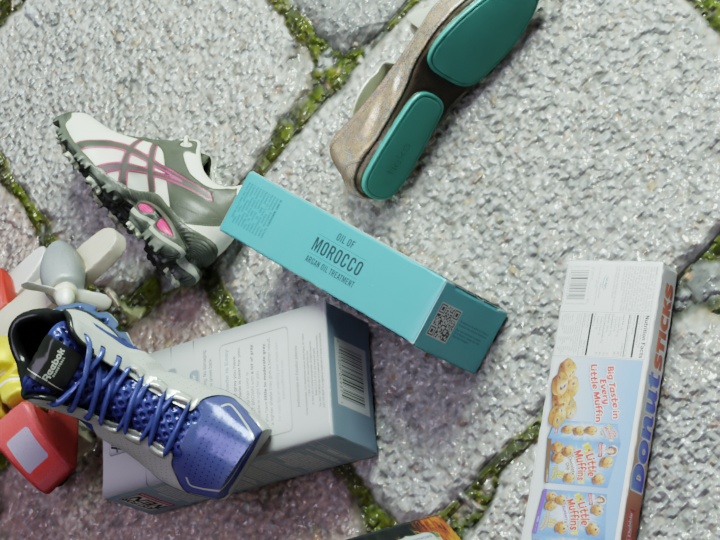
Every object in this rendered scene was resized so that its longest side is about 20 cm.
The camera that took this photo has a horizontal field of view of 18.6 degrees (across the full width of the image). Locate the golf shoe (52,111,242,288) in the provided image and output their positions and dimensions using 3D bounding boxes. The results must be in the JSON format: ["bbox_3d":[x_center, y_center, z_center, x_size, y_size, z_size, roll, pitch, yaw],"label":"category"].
[{"bbox_3d":[-0.158,-0.068,1.667,0.088,0.077,0.200,-41,54,-9],"label":"golf shoe"}]

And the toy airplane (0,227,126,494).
[{"bbox_3d":[-0.272,0.056,1.643,0.198,0.141,0.201,6,76,37],"label":"toy airplane"}]

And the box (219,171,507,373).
[{"bbox_3d":[0.000,0.000,1.512,0.200,0.082,0.049,30,92,39],"label":"box"}]

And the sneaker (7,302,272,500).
[{"bbox_3d":[-0.169,0.085,1.483,0.199,0.115,0.081,32,96,22],"label":"sneaker"}]

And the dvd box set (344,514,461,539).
[{"bbox_3d":[0.046,0.239,1.354,0.200,0.146,0.030,47,134,38],"label":"dvd box set"}]

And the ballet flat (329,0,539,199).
[{"bbox_3d":[0.044,-0.143,1.548,0.200,0.068,0.067,-50,45,6],"label":"ballet flat"}]

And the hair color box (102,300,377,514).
[{"bbox_3d":[-0.089,0.099,1.549,0.199,0.061,0.100,-17,64,28],"label":"hair color box"}]

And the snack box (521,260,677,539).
[{"bbox_3d":[0.152,0.092,1.406,0.072,0.024,0.201,1,73,34],"label":"snack box"}]
